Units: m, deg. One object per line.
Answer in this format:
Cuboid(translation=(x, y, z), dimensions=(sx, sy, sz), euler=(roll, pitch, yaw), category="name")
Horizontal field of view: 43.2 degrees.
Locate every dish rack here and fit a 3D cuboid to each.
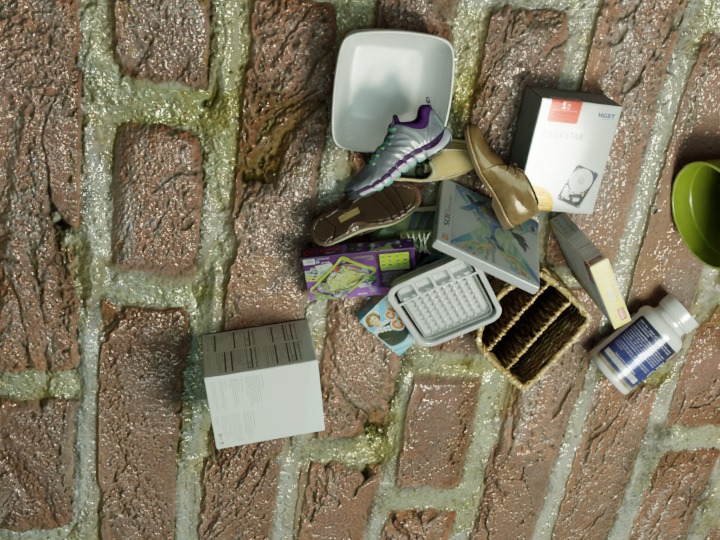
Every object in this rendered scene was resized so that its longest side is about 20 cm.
Cuboid(translation=(0.149, 0.047, 1.625), dimensions=(0.170, 0.044, 0.201), euler=(-24, 136, 10), category="dish rack")

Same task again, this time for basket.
Cuboid(translation=(0.304, 0.091, 1.697), dimensions=(0.142, 0.149, 0.200), euler=(35, 106, -25), category="basket")

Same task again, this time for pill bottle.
Cuboid(translation=(0.562, 0.142, 1.798), dimensions=(0.200, 0.111, 0.111), euler=(-43, 117, 11), category="pill bottle")

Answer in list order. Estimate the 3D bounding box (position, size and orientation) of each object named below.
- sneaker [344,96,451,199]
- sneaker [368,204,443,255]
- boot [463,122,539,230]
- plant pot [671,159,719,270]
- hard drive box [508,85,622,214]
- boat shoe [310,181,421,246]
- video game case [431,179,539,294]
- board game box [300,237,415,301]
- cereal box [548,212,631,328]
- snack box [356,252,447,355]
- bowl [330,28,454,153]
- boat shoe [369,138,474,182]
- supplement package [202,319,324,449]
Cuboid(translation=(0.046, -0.196, 1.467), dimensions=(0.199, 0.074, 0.088), euler=(-33, 106, -6), category="sneaker")
Cuboid(translation=(0.117, -0.064, 1.607), dimensions=(0.198, 0.090, 0.068), euler=(-14, 129, -5), category="sneaker")
Cuboid(translation=(0.238, -0.170, 1.538), dimensions=(0.075, 0.074, 0.201), euler=(-22, 112, 26), category="boot")
Cuboid(translation=(0.712, -0.127, 1.664), dimensions=(0.191, 0.200, 0.202), euler=(-18, 120, -16), category="plant pot")
Cuboid(translation=(0.350, -0.210, 1.596), dimensions=(0.154, 0.077, 0.202), euler=(2, 116, -14), category="hard drive box")
Cuboid(translation=(0.009, -0.101, 1.584), dimensions=(0.200, 0.075, 0.076), euler=(-18, 86, 5), category="boat shoe")
Cuboid(translation=(0.219, -0.063, 1.565), dimensions=(0.198, 0.183, 0.022), euler=(25, 130, -10), category="video game case")
Cuboid(translation=(0.000, 0.000, 1.608), dimensions=(0.197, 0.033, 0.121), euler=(-5, 135, 2), category="board game box")
Cuboid(translation=(0.413, -0.003, 1.642), dimensions=(0.039, 0.200, 0.145), euler=(-28, 119, 3), category="cereal box")
Cuboid(translation=(0.102, 0.054, 1.697), dimensions=(0.200, 0.037, 0.116), euler=(-44, 115, 12), category="snack box")
Cuboid(translation=(0.048, -0.298, 1.488), dimensions=(0.197, 0.075, 0.202), euler=(1, 116, -12), category="bowl")
Cuboid(translation=(0.118, -0.178, 1.560), dimensions=(0.197, 0.076, 0.072), euler=(-10, 115, -10), category="boat shoe")
Cuboid(translation=(-0.177, 0.203, 1.648), dimensions=(0.197, 0.151, 0.153), euler=(-8, 117, -7), category="supplement package")
